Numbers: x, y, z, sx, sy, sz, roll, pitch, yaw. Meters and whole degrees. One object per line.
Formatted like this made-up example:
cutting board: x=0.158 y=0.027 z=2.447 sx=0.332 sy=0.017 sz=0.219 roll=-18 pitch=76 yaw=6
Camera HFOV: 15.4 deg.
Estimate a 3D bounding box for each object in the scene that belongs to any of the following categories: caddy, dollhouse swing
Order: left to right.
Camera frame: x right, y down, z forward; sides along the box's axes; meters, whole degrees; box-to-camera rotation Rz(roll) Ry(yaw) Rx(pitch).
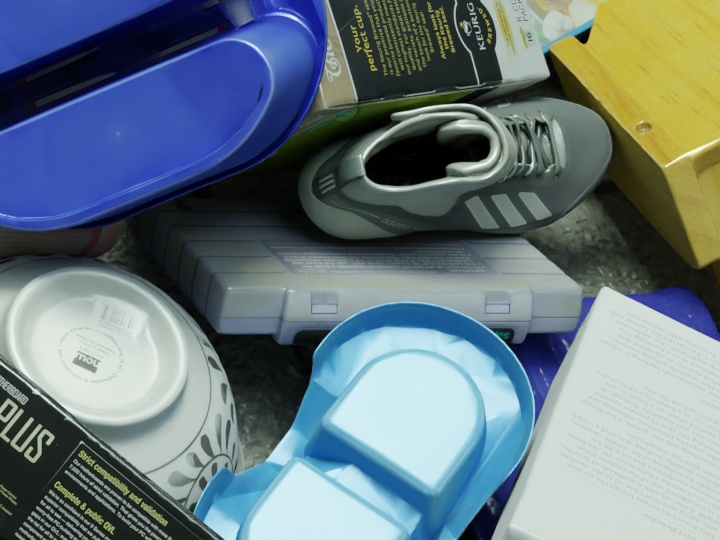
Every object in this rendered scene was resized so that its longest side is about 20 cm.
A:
caddy: x=-0.114 y=-0.098 z=1.243 sx=0.105 sy=0.199 sz=0.142 roll=-42 pitch=111 yaw=-77
dollhouse swing: x=0.242 y=-0.064 z=1.488 sx=0.199 sy=0.176 sz=0.182 roll=-28 pitch=44 yaw=-9

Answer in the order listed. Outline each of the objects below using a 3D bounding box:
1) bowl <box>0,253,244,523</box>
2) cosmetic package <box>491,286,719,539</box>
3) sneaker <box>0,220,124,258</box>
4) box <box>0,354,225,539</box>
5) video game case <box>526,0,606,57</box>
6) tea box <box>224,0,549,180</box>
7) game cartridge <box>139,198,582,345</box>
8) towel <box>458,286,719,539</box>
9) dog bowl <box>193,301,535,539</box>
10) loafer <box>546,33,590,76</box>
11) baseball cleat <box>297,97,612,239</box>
bowl: x=-0.134 y=0.060 z=1.251 sx=0.199 sy=0.094 sz=0.202 roll=13 pitch=51 yaw=-16
cosmetic package: x=0.126 y=0.106 z=1.262 sx=0.101 sy=0.071 sz=0.200 roll=26 pitch=37 yaw=2
sneaker: x=-0.201 y=-0.090 z=1.347 sx=0.104 sy=0.075 sz=0.201 roll=-9 pitch=63 yaw=-36
box: x=-0.144 y=0.148 z=1.131 sx=0.200 sy=0.086 sz=0.164 roll=38 pitch=84 yaw=7
video game case: x=0.069 y=-0.216 z=1.520 sx=0.143 sy=0.018 sz=0.201 roll=-30 pitch=84 yaw=-29
tea box: x=-0.033 y=-0.163 z=1.373 sx=0.196 sy=0.133 sz=0.201 roll=-10 pitch=81 yaw=-51
game cartridge: x=0.000 y=0.000 z=1.361 sx=0.199 sy=0.039 sz=0.130 roll=0 pitch=26 yaw=-24
towel: x=0.113 y=0.086 z=1.380 sx=0.199 sy=0.050 sz=0.148 roll=-9 pitch=62 yaw=-28
dog bowl: x=0.000 y=0.106 z=1.258 sx=0.111 sy=0.050 sz=0.200 roll=32 pitch=61 yaw=13
loafer: x=0.193 y=-0.109 z=1.550 sx=0.200 sy=0.070 sz=0.075 roll=36 pitch=48 yaw=5
baseball cleat: x=0.068 y=-0.053 z=1.359 sx=0.199 sy=0.106 sz=0.070 roll=-15 pitch=87 yaw=-34
